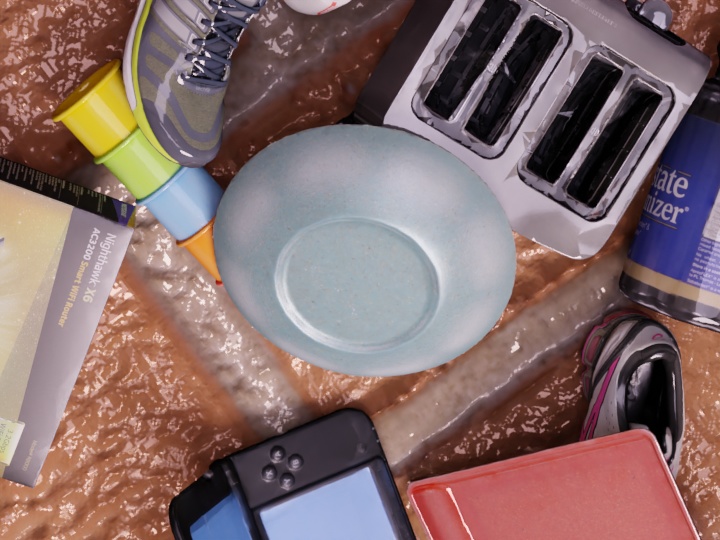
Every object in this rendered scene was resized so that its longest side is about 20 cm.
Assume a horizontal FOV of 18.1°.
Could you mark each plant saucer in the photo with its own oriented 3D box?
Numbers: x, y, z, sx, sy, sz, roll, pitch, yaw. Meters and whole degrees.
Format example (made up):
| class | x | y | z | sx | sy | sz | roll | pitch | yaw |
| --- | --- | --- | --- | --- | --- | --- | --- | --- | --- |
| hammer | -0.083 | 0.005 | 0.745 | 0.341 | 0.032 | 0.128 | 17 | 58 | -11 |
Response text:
| class | x | y | z | sx | sy | sz | roll | pitch | yaw |
| --- | --- | --- | --- | --- | --- | --- | --- | --- | --- |
| plant saucer | 0.000 | 0.000 | 1.460 | 0.201 | 0.039 | 0.201 | 4 | 126 | 6 |
| plant saucer | 0.157 | 0.207 | 1.560 | 0.199 | 0.037 | 0.200 | -17 | 105 | 33 |

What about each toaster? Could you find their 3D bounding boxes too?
| class | x | y | z | sx | sy | sz | roll | pitch | yaw |
| --- | --- | --- | --- | --- | --- | --- | --- | --- | --- |
| toaster | 0.105 | -0.117 | 1.494 | 0.181 | 0.119 | 0.200 | 31 | 95 | -12 |

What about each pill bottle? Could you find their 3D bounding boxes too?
| class | x | y | z | sx | sy | sz | roll | pitch | yaw |
| --- | --- | --- | --- | --- | --- | --- | --- | --- | --- |
| pill bottle | 0.257 | -0.062 | 1.530 | 0.112 | 0.112 | 0.200 | 16 | 97 | -11 |

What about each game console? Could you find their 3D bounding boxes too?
| class | x | y | z | sx | sy | sz | roll | pitch | yaw |
| --- | --- | --- | --- | --- | --- | --- | --- | --- | --- |
| game console | -0.028 | 0.213 | 1.511 | 0.176 | 0.116 | 0.200 | -21 | 95 | -16 |

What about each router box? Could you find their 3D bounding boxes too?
| class | x | y | z | sx | sy | sz | roll | pitch | yaw |
| --- | --- | --- | --- | --- | --- | --- | --- | --- | --- |
| router box | -0.254 | 0.026 | 1.487 | 0.157 | 0.052 | 0.200 | 19 | 107 | -11 |

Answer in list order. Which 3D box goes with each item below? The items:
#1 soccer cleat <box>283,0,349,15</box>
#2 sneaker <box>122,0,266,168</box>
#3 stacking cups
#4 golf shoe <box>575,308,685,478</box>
| class | x | y | z | sx | sy | sz | roll | pitch | yaw |
| --- | --- | --- | --- | --- | --- | --- | --- | --- | --- |
| soccer cleat | -0.035 | -0.264 | 1.459 | 0.069 | 0.085 | 0.200 | -10 | 104 | -19 |
| sneaker | -0.100 | -0.166 | 1.453 | 0.074 | 0.081 | 0.200 | -1 | 96 | -45 |
| stacking cups | -0.121 | -0.045 | 1.506 | 0.060 | 0.061 | 0.200 | -39 | 105 | 0 |
| golf shoe | 0.184 | 0.131 | 1.566 | 0.072 | 0.092 | 0.200 | 0 | 102 | -10 |
